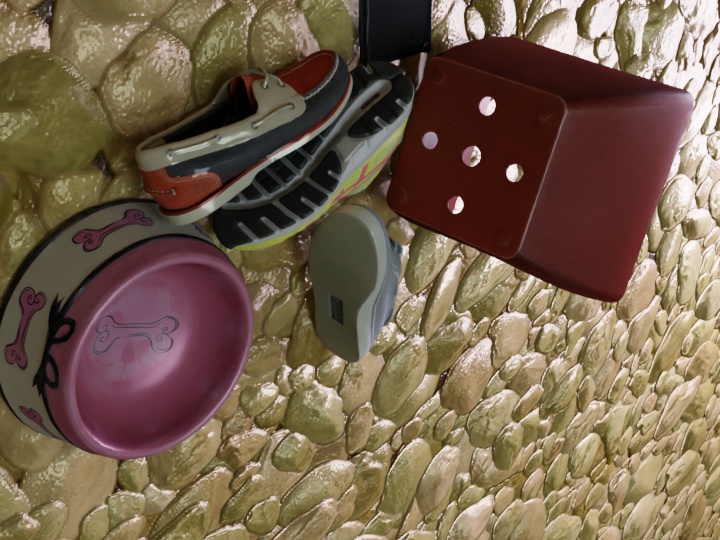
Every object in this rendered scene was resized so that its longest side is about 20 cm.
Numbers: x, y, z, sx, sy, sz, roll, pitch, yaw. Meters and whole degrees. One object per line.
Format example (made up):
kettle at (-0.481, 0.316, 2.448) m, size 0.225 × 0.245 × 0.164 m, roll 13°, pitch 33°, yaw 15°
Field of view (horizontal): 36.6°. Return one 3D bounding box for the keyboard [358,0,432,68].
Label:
keyboard at (0.046, -0.274, 0.896) m, size 0.127 × 0.021 × 0.200 m, roll -22°, pitch 128°, yaw -32°

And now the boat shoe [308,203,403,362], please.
boat shoe at (0.001, 0.001, 0.956) m, size 0.072 × 0.070 × 0.201 m, roll -48°, pitch 159°, yaw -32°

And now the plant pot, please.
plant pot at (0.138, -0.095, 0.944) m, size 0.176 × 0.200 × 0.200 m, roll -2°, pitch 113°, yaw -55°

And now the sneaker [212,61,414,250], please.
sneaker at (-0.031, -0.077, 0.885) m, size 0.200 × 0.078 × 0.090 m, roll -39°, pitch 160°, yaw -11°

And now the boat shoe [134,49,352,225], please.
boat shoe at (-0.082, -0.114, 0.808) m, size 0.200 × 0.071 × 0.063 m, roll -42°, pitch 126°, yaw -28°

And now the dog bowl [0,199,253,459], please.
dog bowl at (-0.164, 0.052, 0.810) m, size 0.200 × 0.074 × 0.200 m, roll -26°, pitch 129°, yaw -37°
